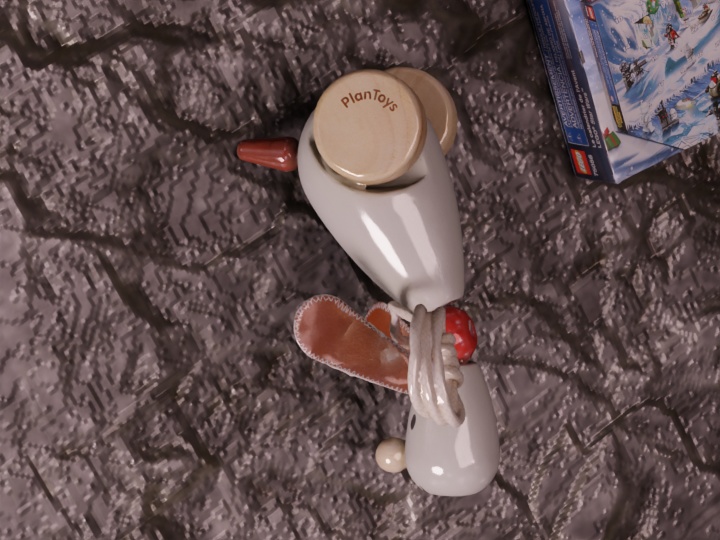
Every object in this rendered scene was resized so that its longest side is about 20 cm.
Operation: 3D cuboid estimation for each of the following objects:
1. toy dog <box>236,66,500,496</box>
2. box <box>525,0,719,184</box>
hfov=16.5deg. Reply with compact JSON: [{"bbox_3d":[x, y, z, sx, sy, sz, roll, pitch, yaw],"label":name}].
[{"bbox_3d":[0.000,0.000,1.116,0.132,0.096,0.201,48,34,-63],"label":"toy dog"},{"bbox_3d":[0.175,-0.144,1.230,0.199,0.040,0.138,-25,109,-24],"label":"box"}]
